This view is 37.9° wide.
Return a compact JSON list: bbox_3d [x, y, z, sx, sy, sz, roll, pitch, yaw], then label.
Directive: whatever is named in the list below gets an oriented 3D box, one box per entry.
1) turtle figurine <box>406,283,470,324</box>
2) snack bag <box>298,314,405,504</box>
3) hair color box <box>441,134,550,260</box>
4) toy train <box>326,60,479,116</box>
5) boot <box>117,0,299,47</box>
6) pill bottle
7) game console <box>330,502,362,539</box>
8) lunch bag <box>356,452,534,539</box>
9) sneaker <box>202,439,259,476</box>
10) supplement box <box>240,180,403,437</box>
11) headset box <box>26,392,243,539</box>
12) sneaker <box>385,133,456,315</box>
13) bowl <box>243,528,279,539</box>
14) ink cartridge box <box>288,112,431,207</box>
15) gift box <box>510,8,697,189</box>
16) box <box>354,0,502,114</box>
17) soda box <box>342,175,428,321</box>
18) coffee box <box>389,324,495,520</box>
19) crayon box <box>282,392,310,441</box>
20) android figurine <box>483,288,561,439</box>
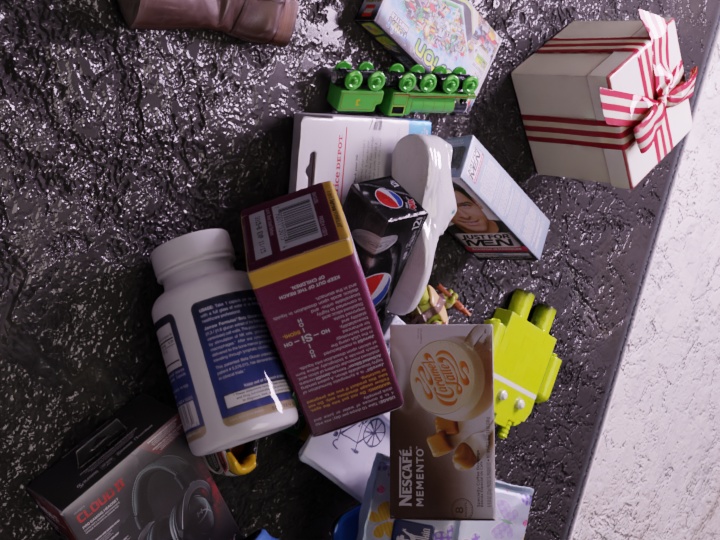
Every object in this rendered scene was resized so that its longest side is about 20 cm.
[{"bbox_3d":[0.081,0.035,1.277,0.163,0.064,0.200,63,16,-16],"label":"turtle figurine"},{"bbox_3d":[0.030,0.176,1.231,0.201,0.021,0.189,-54,134,-10],"label":"snack bag"},{"bbox_3d":[0.143,-0.085,1.299,0.200,0.098,0.061,40,62,-41],"label":"hair color box"},{"bbox_3d":[0.051,-0.205,1.202,0.197,0.042,0.057,-3,123,-30],"label":"toy train"},{"bbox_3d":[-0.143,-0.316,1.009,0.198,0.064,0.190,0,97,-39],"label":"boot"},{"bbox_3d":[-0.139,0.068,1.023,0.110,0.111,0.203,-10,78,-42],"label":"pill bottle"},{"bbox_3d":[0.020,0.342,1.293,0.198,0.170,0.120,-19,77,-39],"label":"game console"},{"bbox_3d":[0.086,0.310,1.198,0.198,0.127,0.172,19,77,-27],"label":"lunch bag"},{"bbox_3d":[-0.119,0.120,1.113,0.077,0.082,0.203,7,94,-44],"label":"sneaker"},{"bbox_3d":[-0.038,0.037,1.033,0.102,0.131,0.202,-19,119,0],"label":"supplement box"},{"bbox_3d":[-0.223,0.236,1.045,0.148,0.077,0.202,-39,126,-30],"label":"headset box"},{"bbox_3d":[0.073,-0.050,1.179,0.088,0.075,0.203,-4,107,-52],"label":"sneaker"},{"bbox_3d":[-0.158,0.340,1.067,0.039,0.201,0.200,48,60,3],"label":"bowl"},{"bbox_3d":[-0.015,-0.115,1.169,0.198,0.066,0.118,-4,104,-43],"label":"ink cartridge box"},{"bbox_3d":[0.323,-0.232,1.383,0.185,0.185,0.202,-45,128,-27],"label":"gift box"},{"bbox_3d":[0.085,-0.286,1.247,0.199,0.034,0.111,35,76,-43],"label":"box"},{"bbox_3d":[0.000,0.000,1.148,0.063,0.071,0.202,-14,138,-40],"label":"soda box"},{"bbox_3d":[0.088,0.164,1.124,0.080,0.112,0.203,68,23,-76],"label":"coffee box"},{"bbox_3d":[0.006,0.165,1.265,0.199,0.051,0.127,27,81,-43],"label":"crayon box"},{"bbox_3d":[0.215,0.133,1.468,0.181,0.041,0.203,31,76,-43],"label":"android figurine"}]
